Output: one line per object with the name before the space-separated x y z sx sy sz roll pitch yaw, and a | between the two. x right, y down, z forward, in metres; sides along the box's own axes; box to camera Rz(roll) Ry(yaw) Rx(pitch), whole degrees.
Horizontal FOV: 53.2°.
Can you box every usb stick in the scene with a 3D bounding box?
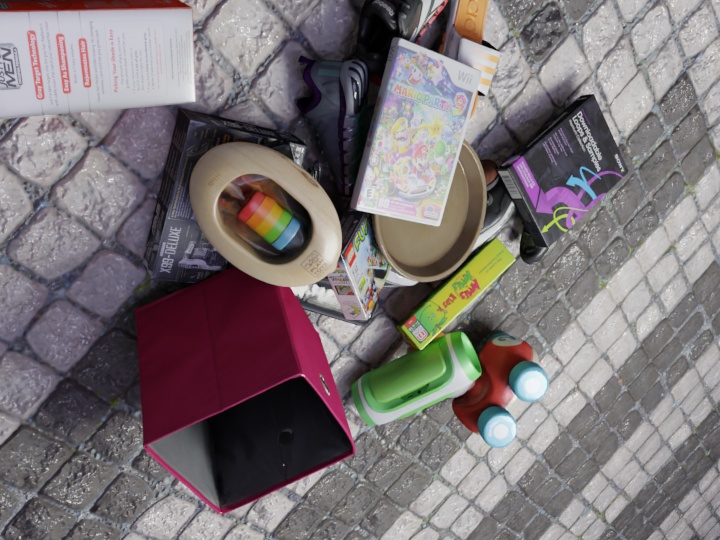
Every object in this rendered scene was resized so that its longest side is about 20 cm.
usb stick | -0.057 0.035 1.039 0.198 0.032 0.056 20 98 -39

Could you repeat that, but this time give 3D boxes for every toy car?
toy car | 0.180 0.161 1.209 0.198 0.184 0.178 32 98 -12

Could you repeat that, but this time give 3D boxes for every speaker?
speaker | 0.087 0.172 1.133 0.198 0.089 0.089 -28 133 16

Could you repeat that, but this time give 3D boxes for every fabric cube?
fabric cube | -0.142 0.138 0.888 0.197 0.201 0.197 -24 136 2

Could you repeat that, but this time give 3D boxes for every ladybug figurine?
ladybug figurine | -0.104 -0.064 0.823 0.136 0.072 0.200 -43 110 10

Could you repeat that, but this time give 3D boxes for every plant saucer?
plant saucer | 0.091 -0.086 0.959 0.197 0.029 0.204 -10 107 -34

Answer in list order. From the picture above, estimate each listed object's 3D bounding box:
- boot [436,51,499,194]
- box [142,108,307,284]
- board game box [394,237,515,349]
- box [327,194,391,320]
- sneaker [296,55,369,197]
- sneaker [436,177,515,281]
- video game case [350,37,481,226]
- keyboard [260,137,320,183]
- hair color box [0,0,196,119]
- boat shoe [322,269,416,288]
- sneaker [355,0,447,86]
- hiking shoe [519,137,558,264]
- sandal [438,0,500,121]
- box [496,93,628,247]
boot | 0.127 -0.208 1.015 0.185 0.068 0.204 -12 110 -28
box | -0.168 -0.081 0.887 0.156 0.050 0.203 5 113 -35
board game box | 0.144 0.037 1.123 0.200 0.102 0.048 -43 89 -5
box | 0.012 -0.044 0.957 0.201 0.034 0.111 -63 143 -41
sneaker | -0.036 -0.184 0.918 0.202 0.086 0.075 93 16 -47
sneaker | 0.154 -0.081 1.085 0.201 0.076 0.087 -49 125 1
video game case | 0.070 -0.163 0.884 0.141 0.018 0.204 7 102 -38
keyboard | -0.090 -0.072 0.898 0.102 0.040 0.203 -12 126 -1
hair color box | -0.272 -0.219 0.731 0.197 0.061 0.103 -12 122 -29
boat shoe | 0.000 0.000 1.038 0.198 0.071 0.066 9 134 -41
sneaker | 0.053 -0.323 0.861 0.203 0.070 0.098 -61 160 12
hiking shoe | 0.275 -0.110 1.153 0.099 0.076 0.204 4 104 -28
sandal | 0.147 -0.297 0.932 0.078 0.059 0.211 -2 103 -37
box | 0.311 -0.152 1.094 0.199 0.036 0.144 -41 111 -18
